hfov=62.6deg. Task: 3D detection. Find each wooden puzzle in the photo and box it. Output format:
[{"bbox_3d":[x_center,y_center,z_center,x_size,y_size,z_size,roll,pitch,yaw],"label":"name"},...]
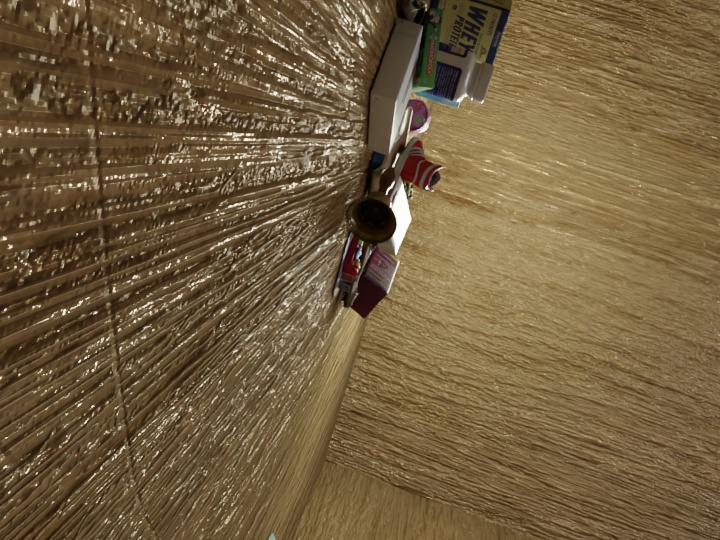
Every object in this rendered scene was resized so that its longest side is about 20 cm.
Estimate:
[{"bbox_3d":[0.057,-0.257,1.372,0.186,0.046,0.202,98,16,-64],"label":"wooden puzzle"}]

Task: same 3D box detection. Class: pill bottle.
[{"bbox_3d":[0.216,-0.478,1.433,0.120,0.197,0.122,19,90,-85],"label":"pill bottle"}]

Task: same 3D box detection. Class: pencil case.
[{"bbox_3d":[0.151,-0.417,1.611,0.200,0.086,0.089,-55,163,-78],"label":"pencil case"}]

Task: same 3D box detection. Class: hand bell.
[{"bbox_3d":[0.045,-0.155,1.205,0.201,0.102,0.105,-67,174,-49],"label":"hand bell"}]

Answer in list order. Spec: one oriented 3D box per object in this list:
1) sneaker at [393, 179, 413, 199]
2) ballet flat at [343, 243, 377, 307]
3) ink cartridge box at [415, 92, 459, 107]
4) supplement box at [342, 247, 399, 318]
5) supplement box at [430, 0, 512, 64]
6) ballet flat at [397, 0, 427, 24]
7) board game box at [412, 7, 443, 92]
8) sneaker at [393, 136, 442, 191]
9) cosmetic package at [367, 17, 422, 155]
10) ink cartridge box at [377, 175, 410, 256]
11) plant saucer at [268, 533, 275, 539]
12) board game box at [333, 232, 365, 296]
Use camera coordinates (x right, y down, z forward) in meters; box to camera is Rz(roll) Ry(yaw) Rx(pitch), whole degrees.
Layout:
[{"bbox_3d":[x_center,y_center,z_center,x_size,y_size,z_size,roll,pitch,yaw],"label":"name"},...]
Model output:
[{"bbox_3d":[0.096,-0.229,1.561,0.200,0.083,0.076,-5,103,-79],"label":"sneaker"},{"bbox_3d":[0.000,0.000,1.498,0.067,0.046,0.204,-142,-111,-83],"label":"ballet flat"},{"bbox_3d":[0.264,-0.629,1.779,0.201,0.144,0.149,98,11,-64],"label":"ink cartridge box"},{"bbox_3d":[0.031,0.028,1.676,0.111,0.085,0.201,-48,-172,29],"label":"supplement box"},{"bbox_3d":[0.284,-0.663,1.557,0.201,0.197,0.136,-67,174,-50],"label":"supplement box"},{"bbox_3d":[0.096,-0.455,1.028,0.200,0.046,0.069,-48,156,-80],"label":"ballet flat"},{"bbox_3d":[0.122,-0.426,1.167,0.200,0.029,0.137,-104,-162,-75],"label":"board game box"},{"bbox_3d":[0.150,-0.257,1.439,0.201,0.111,0.072,-60,171,-53],"label":"sneaker"},{"bbox_3d":[0.059,-0.324,1.073,0.200,0.051,0.153,92,18,-75],"label":"cosmetic package"},{"bbox_3d":[0.069,-0.132,1.411,0.201,0.050,0.110,66,45,-61],"label":"ink cartridge box"},{"bbox_3d":[-0.272,0.862,1.693,0.201,0.038,0.205,18,89,-86],"label":"plant saucer"},{"bbox_3d":[-0.012,-0.031,1.383,0.158,0.038,0.203,-60,168,-69],"label":"board game box"}]
